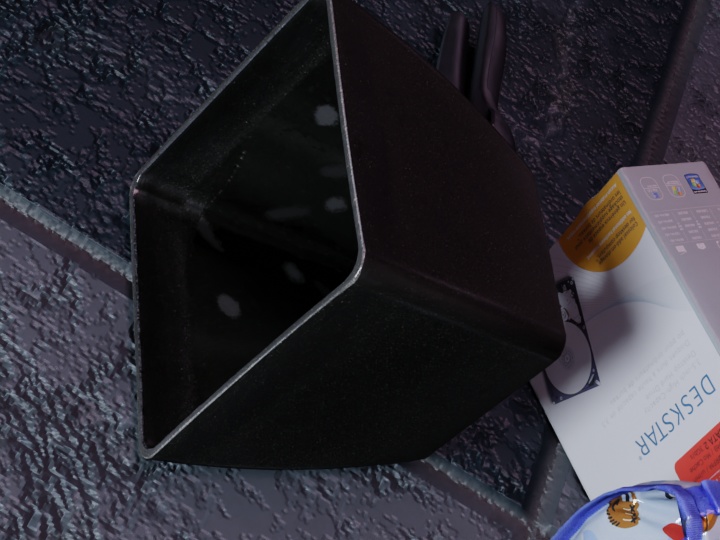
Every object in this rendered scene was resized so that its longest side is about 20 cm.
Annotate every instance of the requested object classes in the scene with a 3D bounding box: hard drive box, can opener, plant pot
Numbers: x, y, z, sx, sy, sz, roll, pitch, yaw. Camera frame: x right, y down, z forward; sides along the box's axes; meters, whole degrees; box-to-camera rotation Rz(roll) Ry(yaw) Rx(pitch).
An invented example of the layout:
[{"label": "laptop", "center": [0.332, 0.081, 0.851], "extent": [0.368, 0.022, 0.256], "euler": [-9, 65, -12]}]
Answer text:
[{"label": "hard drive box", "center": [0.187, 0.060, 1.147], "extent": [0.077, 0.156, 0.201], "euler": [-6, 58, -36]}, {"label": "can opener", "center": [0.073, -0.114, 1.300], "extent": [0.063, 0.079, 0.201], "euler": [-9, 46, 8]}, {"label": "plant pot", "center": [0.000, 0.000, 1.060], "extent": [0.177, 0.199, 0.201], "euler": [22, 44, -31]}]

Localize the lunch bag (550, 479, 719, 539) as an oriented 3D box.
[{"label": "lunch bag", "center": [0.197, 0.173, 1.013], "extent": [0.169, 0.200, 0.124], "euler": [1, 54, -24]}]
